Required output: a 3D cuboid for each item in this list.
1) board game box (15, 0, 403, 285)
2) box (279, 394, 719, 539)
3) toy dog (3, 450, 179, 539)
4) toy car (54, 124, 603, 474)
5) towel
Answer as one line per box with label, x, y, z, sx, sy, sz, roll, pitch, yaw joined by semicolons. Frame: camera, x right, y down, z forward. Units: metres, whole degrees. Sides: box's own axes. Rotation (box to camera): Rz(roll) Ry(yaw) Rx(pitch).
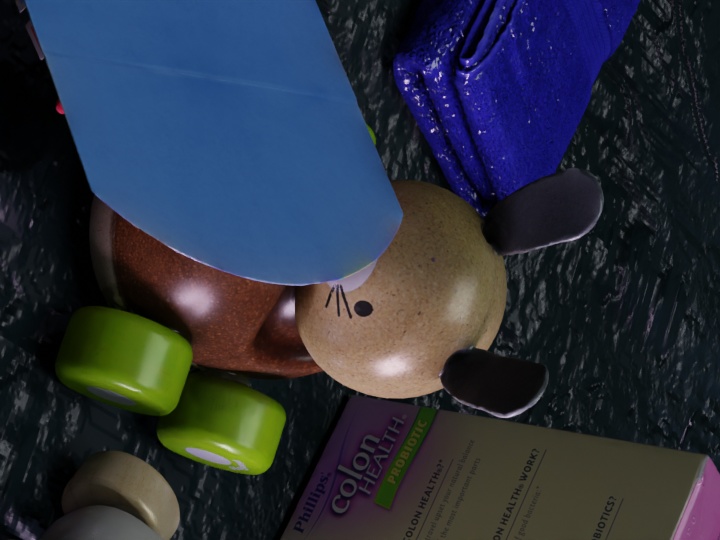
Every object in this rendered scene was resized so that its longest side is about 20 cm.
board game box;-0.071;-0.066;1.110;0.157;0.039;0.201;6;52;-41
box;0.059;0.168;1.298;0.176;0.199;0.097;-64;143;-26
toy dog;-0.084;0.169;1.175;0.132;0.096;0.200;-63;142;-26
toy car;0.000;0.000;1.171;0.158;0.199;0.165;38;66;-53
towel;0.094;-0.132;1.423;0.201;0.049;0.148;-62;141;-28
